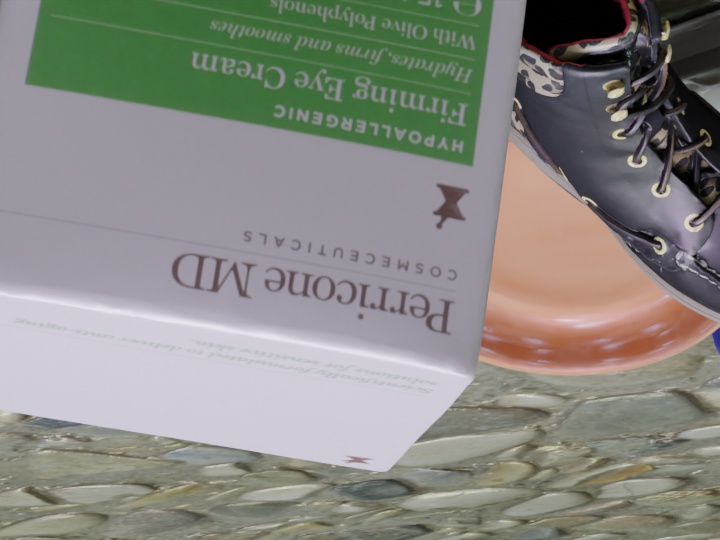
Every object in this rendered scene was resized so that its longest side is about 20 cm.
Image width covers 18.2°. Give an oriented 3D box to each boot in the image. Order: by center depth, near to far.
[{"bbox_3d":[0.129,-0.055,0.960,0.074,0.203,0.154,-49,160,-6],"label":"boot"}]

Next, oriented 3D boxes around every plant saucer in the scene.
[{"bbox_3d":[0.109,-0.018,1.186,0.199,0.038,0.200,3,140,3],"label":"plant saucer"}]

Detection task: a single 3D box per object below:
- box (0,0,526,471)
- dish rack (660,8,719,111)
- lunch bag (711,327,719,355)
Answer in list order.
[{"bbox_3d":[-0.056,-0.030,0.902,0.198,0.172,0.200,10,164,-7],"label":"box"},{"bbox_3d":[0.231,-0.088,1.094,0.171,0.044,0.200,-16,161,39],"label":"dish rack"},{"bbox_3d":[0.296,0.029,1.267,0.199,0.170,0.124,-1,132,-11],"label":"lunch bag"}]
